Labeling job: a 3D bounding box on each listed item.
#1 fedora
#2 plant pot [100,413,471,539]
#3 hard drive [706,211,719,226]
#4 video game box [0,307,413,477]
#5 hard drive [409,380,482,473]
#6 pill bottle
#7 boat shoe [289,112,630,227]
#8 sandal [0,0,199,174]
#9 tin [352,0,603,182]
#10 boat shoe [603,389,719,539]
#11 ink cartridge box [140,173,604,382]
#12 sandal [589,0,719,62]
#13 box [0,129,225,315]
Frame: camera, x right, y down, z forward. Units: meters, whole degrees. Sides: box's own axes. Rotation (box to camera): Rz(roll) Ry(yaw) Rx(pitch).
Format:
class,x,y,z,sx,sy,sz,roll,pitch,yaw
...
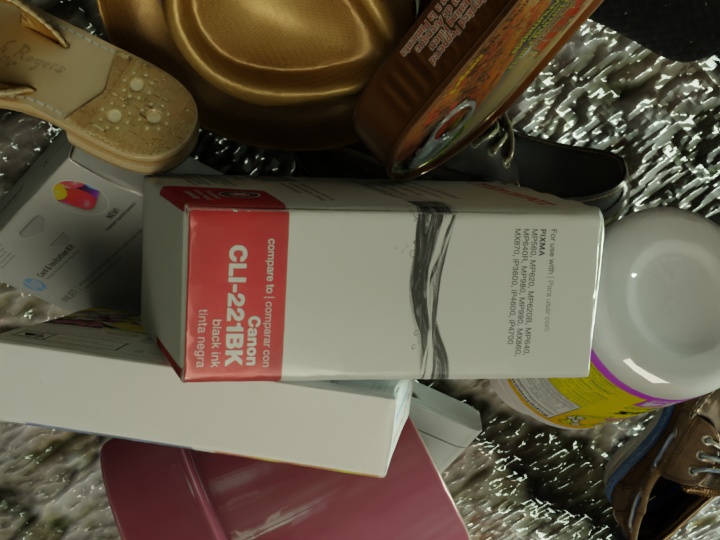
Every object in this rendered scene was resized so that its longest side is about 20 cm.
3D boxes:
class,x,y,z,sx,sy,sz,roll,pitch,yaw
fedora,-0.037,-0.136,0.742,0.200,0.082,0.201,-2,118,-3
plant pot,-0.038,0.155,0.912,0.179,0.200,0.200,-28,128,-2
hard drive,0.256,-0.003,0.852,0.135,0.042,0.200,8,168,-12
video game box,-0.075,0.059,0.779,0.200,0.182,0.047,8,96,5
hard drive,-0.027,0.144,1.029,0.132,0.027,0.200,25,123,-23
pill bottle,0.140,0.036,0.858,0.104,0.104,0.200,10,165,-13
boat shoe,0.059,-0.059,0.840,0.200,0.075,0.073,-1,130,-6
sandal,-0.179,-0.116,0.731,0.212,0.078,0.070,22,158,6
tin,0.071,-0.122,0.711,0.112,0.042,0.200,-16,153,-53
boat shoe,0.235,0.119,0.990,0.072,0.072,0.200,10,134,-17
ink cartridge box,0.000,0.000,0.729,0.200,0.144,0.084,0,99,-16
sandal,0.127,-0.169,0.782,0.200,0.045,0.075,21,131,-39
box,-0.106,-0.004,0.856,0.200,0.041,0.156,25,146,-23
